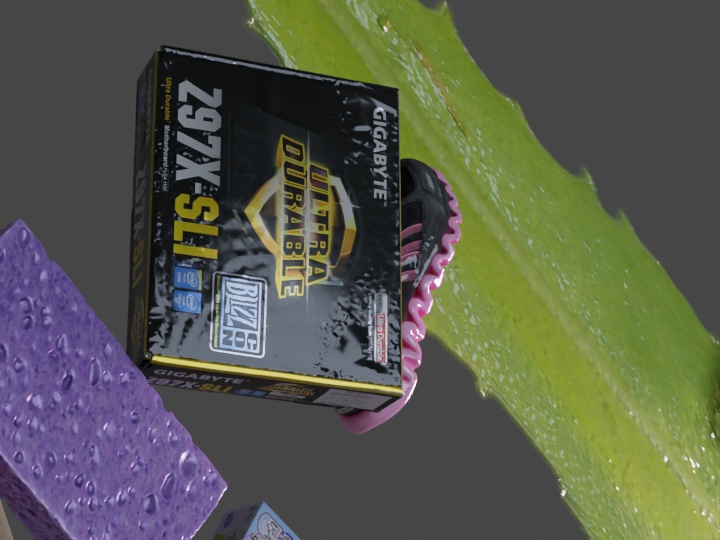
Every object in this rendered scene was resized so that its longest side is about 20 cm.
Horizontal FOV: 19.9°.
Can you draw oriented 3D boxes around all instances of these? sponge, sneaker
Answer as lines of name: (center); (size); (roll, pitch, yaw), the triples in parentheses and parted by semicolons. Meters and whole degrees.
sponge: (-0.162, 0.081, 1.112); (0.200, 0.030, 0.112); (54, 44, -16)
sneaker: (0.000, 0.000, 1.293); (0.095, 0.079, 0.201); (31, 52, -21)

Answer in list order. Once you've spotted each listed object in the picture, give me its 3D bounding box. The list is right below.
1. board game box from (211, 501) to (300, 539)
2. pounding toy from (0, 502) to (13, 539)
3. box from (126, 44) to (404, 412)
board game box: (-0.062, 0.249, 1.146); (0.135, 0.034, 0.200); (48, 45, -22)
pounding toy: (-0.237, 0.106, 0.938); (0.184, 0.142, 0.201); (-17, 86, -48)
box: (-0.055, -0.024, 1.215); (0.159, 0.049, 0.201); (8, 67, -19)
